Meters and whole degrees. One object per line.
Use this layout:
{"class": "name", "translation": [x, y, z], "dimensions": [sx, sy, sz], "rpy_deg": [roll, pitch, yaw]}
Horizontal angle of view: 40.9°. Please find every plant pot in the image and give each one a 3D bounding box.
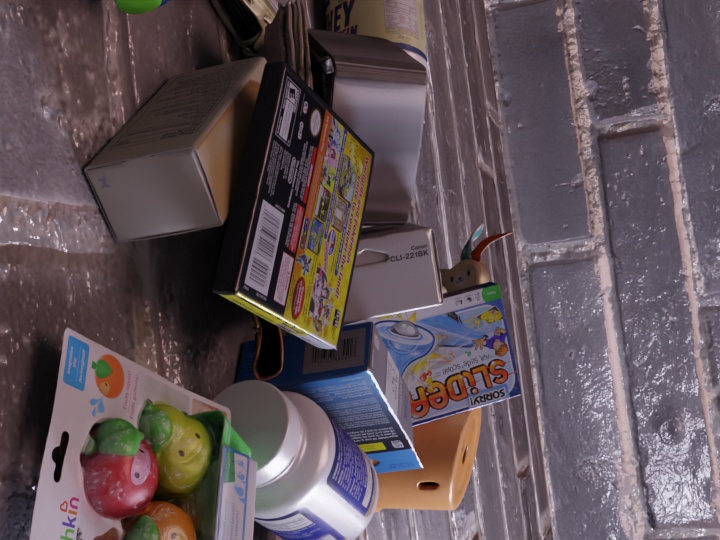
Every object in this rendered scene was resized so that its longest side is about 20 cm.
{"class": "plant pot", "translation": [0.068, 0.215, 1.210], "dimensions": [0.200, 0.139, 0.202], "rpy_deg": [12, 90, -72]}

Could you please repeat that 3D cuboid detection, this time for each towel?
{"class": "towel", "translation": [-0.086, -0.179, 1.009], "dimensions": [0.200, 0.034, 0.134], "rpy_deg": [125, -37, -64]}

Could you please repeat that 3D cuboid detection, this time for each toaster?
{"class": "toaster", "translation": [-0.014, -0.153, 1.030], "dimensions": [0.200, 0.118, 0.182], "rpy_deg": [-121, -146, -62]}

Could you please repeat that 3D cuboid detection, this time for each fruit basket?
{"class": "fruit basket", "translation": [-0.154, 0.160, 0.703], "dimensions": [0.200, 0.093, 0.187], "rpy_deg": [49, 37, -55]}

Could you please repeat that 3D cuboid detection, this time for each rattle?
{"class": "rattle", "translation": [0.083, 0.018, 1.170], "dimensions": [0.201, 0.142, 0.130], "rpy_deg": [-61, -159, 19]}

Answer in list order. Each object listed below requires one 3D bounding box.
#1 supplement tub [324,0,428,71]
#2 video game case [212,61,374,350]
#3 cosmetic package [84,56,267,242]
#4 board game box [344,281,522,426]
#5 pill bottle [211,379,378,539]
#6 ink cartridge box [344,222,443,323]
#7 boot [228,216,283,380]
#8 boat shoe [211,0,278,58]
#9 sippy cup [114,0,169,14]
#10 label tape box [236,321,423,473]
{"class": "supplement tub", "translation": [0.021, -0.361, 1.398], "dimensions": [0.145, 0.144, 0.202], "rpy_deg": [33, 51, -67]}
{"class": "video game case", "translation": [-0.051, -0.049, 0.847], "dimensions": [0.181, 0.025, 0.202], "rpy_deg": [36, 61, -58]}
{"class": "cosmetic package", "translation": [-0.143, -0.109, 0.837], "dimensions": [0.200, 0.104, 0.071], "rpy_deg": [-69, 146, -55]}
{"class": "board game box", "translation": [0.077, 0.103, 1.117], "dimensions": [0.034, 0.199, 0.136], "rpy_deg": [-165, -120, -77]}
{"class": "pill bottle", "translation": [-0.068, 0.184, 0.914], "dimensions": [0.200, 0.119, 0.120], "rpy_deg": [56, 31, -53]}
{"class": "ink cartridge box", "translation": [0.000, 0.000, 1.064], "dimensions": [0.200, 0.143, 0.084], "rpy_deg": [-147, -133, -83]}
{"class": "boot", "translation": [-0.103, -0.019, 0.921], "dimensions": [0.200, 0.068, 0.190], "rpy_deg": [-96, -174, -73]}
{"class": "boat shoe", "translation": [-0.116, -0.268, 1.075], "dimensions": [0.200, 0.072, 0.062], "rpy_deg": [55, 44, -37]}
{"class": "sippy cup", "translation": [-0.183, -0.288, 0.769], "dimensions": [0.179, 0.139, 0.131], "rpy_deg": [-62, 159, -22]}
{"class": "label tape box", "translation": [-0.026, 0.144, 1.028], "dimensions": [0.200, 0.143, 0.064], "rpy_deg": [63, 23, -47]}
